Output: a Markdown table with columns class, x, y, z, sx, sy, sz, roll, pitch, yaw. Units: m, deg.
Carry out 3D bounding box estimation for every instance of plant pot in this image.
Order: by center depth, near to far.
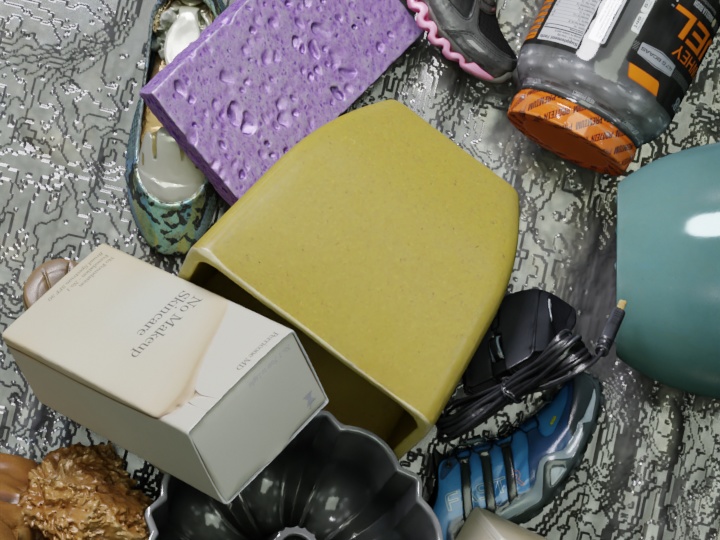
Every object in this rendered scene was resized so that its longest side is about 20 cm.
| class | x | y | z | sx | sy | sz | roll | pitch | yaw |
| --- | --- | --- | --- | --- | --- | --- | --- | --- | --- |
| plant pot | 0.000 | 0.000 | 1.564 | 0.195 | 0.194 | 0.200 | 36 | 67 | 0 |
| plant pot | 0.259 | 0.001 | 1.580 | 0.161 | 0.201 | 0.201 | 0 | 84 | 6 |

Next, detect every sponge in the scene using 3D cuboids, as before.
| class | x | y | z | sx | sy | sz | roll | pitch | yaw |
| --- | --- | --- | --- | --- | --- | --- | --- | --- | --- |
| sponge | -0.054 | -0.149 | 1.609 | 0.200 | 0.030 | 0.112 | -46 | 111 | -21 |

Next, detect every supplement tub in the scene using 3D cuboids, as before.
| class | x | y | z | sx | sy | sz | roll | pitch | yaw |
| --- | --- | --- | --- | --- | --- | --- | --- | --- | --- |
| supplement tub | 0.193 | -0.177 | 1.624 | 0.122 | 0.123 | 0.200 | 27 | 83 | -1 |

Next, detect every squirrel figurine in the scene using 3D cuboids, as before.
| class | x | y | z | sx | sy | sz | roll | pitch | yaw |
| --- | --- | --- | --- | --- | --- | --- | --- | --- | --- |
| squirrel figurine | -0.235 | 0.177 | 1.522 | 0.200 | 0.187 | 0.142 | -20 | 86 | -6 |

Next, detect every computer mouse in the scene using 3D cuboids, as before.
| class | x | y | z | sx | sy | sz | roll | pitch | yaw |
| --- | --- | --- | --- | --- | --- | --- | --- | --- | --- |
| computer mouse | 0.123 | 0.040 | 1.547 | 0.140 | 0.200 | 0.046 | -29 | 98 | 26 |

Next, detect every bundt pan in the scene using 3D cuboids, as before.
| class | x | y | z | sx | sy | sz | roll | pitch | yaw |
| --- | --- | --- | --- | --- | --- | --- | --- | --- | --- |
| bundt pan | -0.050 | 0.197 | 1.486 | 0.202 | 0.076 | 0.202 | 6 | 64 | -12 |

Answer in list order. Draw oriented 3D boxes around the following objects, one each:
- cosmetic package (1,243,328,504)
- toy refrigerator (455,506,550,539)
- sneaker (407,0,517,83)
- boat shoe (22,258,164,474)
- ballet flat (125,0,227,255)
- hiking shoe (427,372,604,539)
| class | x | y | z | sx | sy | sz | roll | pitch | yaw |
| --- | --- | --- | --- | --- | --- | --- | --- | --- | --- |
| cosmetic package | -0.131 | 0.064 | 1.477 | 0.104 | 0.200 | 0.073 | -45 | 133 | -24 |
| toy refrigerator | 0.154 | 0.245 | 1.568 | 0.200 | 0.070 | 0.076 | 27 | 97 | -20 |
| sneaker | 0.069 | -0.233 | 1.631 | 0.095 | 0.079 | 0.200 | -31 | 89 | 16 |
| boat shoe | -0.164 | 0.077 | 1.601 | 0.071 | 0.065 | 0.200 | -38 | 84 | -22 |
| ballet flat | -0.134 | -0.113 | 1.619 | 0.074 | 0.074 | 0.200 | 3 | 84 | -4 |
| hiking shoe | 0.096 | 0.144 | 1.608 | 0.087 | 0.074 | 0.200 | 38 | 83 | -1 |
